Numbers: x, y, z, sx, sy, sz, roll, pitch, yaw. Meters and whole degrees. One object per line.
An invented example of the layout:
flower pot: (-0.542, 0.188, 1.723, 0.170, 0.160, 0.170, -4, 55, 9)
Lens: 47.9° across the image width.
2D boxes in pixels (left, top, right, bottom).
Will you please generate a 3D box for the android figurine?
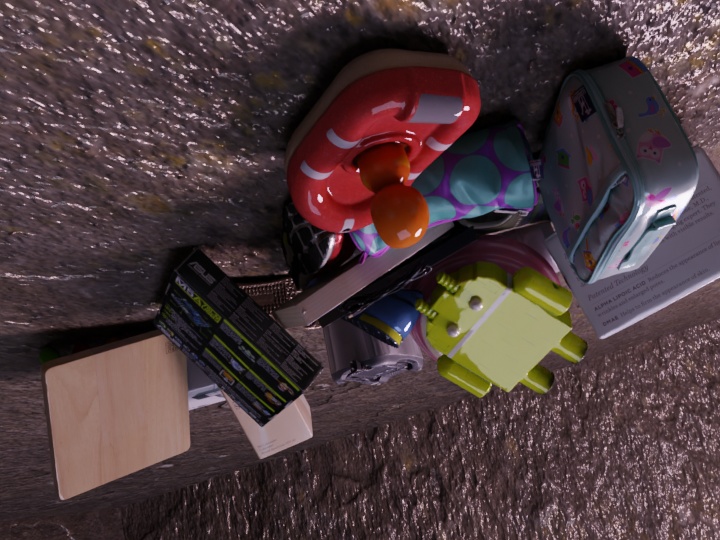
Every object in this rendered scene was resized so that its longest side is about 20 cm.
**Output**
android figurine: (0.157, 0.067, 0.933, 0.198, 0.041, 0.183, 31, 123, -13)

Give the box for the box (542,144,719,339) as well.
box: (0.340, -0.040, 0.955, 0.198, 0.132, 0.198, -32, 176, 21)

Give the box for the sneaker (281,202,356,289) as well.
sneaker: (-0.038, -0.039, 0.887, 0.084, 0.078, 0.200, -22, 175, -13)

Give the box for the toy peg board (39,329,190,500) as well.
toy peg board: (-0.351, 0.177, 1.133, 0.197, 0.204, 0.097, -16, -150, -38)

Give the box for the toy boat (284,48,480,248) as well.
toy boat: (0.020, -0.081, 0.675, 0.128, 0.133, 0.200, -4, 160, -30)

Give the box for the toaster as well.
toaster: (0.011, 0.099, 1.239, 0.112, 0.132, 0.199, -23, 162, 25)

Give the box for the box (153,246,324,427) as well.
box: (-0.154, 0.088, 0.971, 0.048, 0.200, 0.193, -47, 180, -33)

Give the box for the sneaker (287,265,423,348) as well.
sneaker: (-0.005, 0.023, 1.002, 0.198, 0.079, 0.066, 25, 167, 38)

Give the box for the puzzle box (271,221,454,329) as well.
puzzle box: (0.000, 0.000, 0.894, 0.198, 0.026, 0.133, -33, -176, -18)

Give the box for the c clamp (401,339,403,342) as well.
c clamp: (0.162, 0.032, 1.128, 0.197, 0.172, 0.027, -12, 125, 37)

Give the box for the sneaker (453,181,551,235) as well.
sneaker: (0.190, -0.087, 0.911, 0.197, 0.068, 0.089, -20, 168, 25)

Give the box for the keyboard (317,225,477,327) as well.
keyboard: (0.037, 0.006, 0.878, 0.198, 0.021, 0.127, -31, -175, 10)

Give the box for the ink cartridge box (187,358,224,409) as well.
ink cartridge box: (-0.238, 0.158, 1.286, 0.196, 0.086, 0.146, -15, 163, -2)

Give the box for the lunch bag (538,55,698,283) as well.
lunch bag: (0.234, -0.087, 0.767, 0.075, 0.163, 0.201, -12, 155, -5)

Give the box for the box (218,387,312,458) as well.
box: (-0.149, 0.162, 1.174, 0.093, 0.202, 0.078, -23, -153, 4)

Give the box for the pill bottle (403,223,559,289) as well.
pill bottle: (0.152, -0.008, 1.041, 0.197, 0.122, 0.119, -22, 162, 22)

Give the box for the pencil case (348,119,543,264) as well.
pencil case: (0.080, -0.078, 0.804, 0.196, 0.094, 0.085, -16, 180, 8)

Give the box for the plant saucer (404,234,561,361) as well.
plant saucer: (0.147, 0.054, 0.980, 0.196, 0.051, 0.204, 5, 124, 7)

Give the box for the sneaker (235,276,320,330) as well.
sneaker: (-0.125, 0.044, 1.090, 0.197, 0.072, 0.075, 6, 170, -39)
